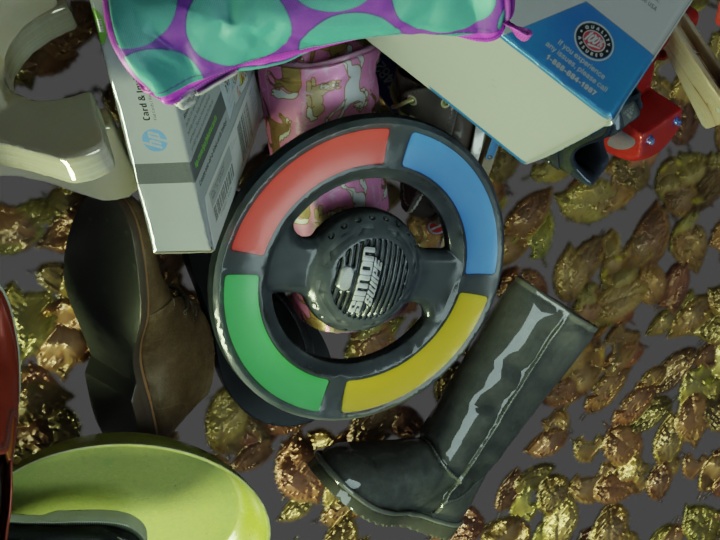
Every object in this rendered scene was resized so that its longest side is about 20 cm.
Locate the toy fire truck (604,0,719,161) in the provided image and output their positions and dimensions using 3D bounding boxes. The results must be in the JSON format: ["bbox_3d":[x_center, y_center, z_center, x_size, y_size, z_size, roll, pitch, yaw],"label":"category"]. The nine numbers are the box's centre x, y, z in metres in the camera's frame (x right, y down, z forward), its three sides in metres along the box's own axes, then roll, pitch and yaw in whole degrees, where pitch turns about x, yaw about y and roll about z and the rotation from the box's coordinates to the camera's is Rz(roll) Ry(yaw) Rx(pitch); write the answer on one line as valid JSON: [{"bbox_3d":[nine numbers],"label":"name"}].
[{"bbox_3d":[0.215,-0.142,1.219,0.049,0.141,0.201,-32,143,-29],"label":"toy fire truck"}]

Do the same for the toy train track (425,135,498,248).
[{"bbox_3d":[0.075,-0.086,1.207,0.032,0.115,0.201,14,131,-3],"label":"toy train track"}]

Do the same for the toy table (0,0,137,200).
[{"bbox_3d":[-0.203,-0.094,0.998,0.116,0.185,0.200,-20,145,-2],"label":"toy table"}]

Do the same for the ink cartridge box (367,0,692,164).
[{"bbox_3d":[0.114,-0.191,1.031,0.147,0.145,0.201,37,77,-7],"label":"ink cartridge box"}]

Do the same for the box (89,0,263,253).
[{"bbox_3d":[-0.104,-0.135,1.042,0.041,0.156,0.201,-1,126,11],"label":"box"}]

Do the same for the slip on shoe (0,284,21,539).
[{"bbox_3d":[-0.237,0.097,1.109,0.074,0.061,0.202,5,84,-30],"label":"slip on shoe"}]

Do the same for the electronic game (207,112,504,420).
[{"bbox_3d":[0.000,0.000,1.129,0.199,0.042,0.201,-11,116,-22],"label":"electronic game"}]

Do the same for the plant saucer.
[{"bbox_3d":[-0.159,0.167,1.212,0.198,0.031,0.201,-4,137,-4],"label":"plant saucer"}]

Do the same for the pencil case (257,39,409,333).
[{"bbox_3d":[-0.016,-0.059,1.170,0.086,0.083,0.201,-17,117,-21],"label":"pencil case"}]

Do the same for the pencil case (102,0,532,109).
[{"bbox_3d":[-0.022,-0.139,0.896,0.198,0.085,0.093,-11,92,5],"label":"pencil case"}]

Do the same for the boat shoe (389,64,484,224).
[{"bbox_3d":[0.050,-0.124,1.152,0.059,0.072,0.201,3,118,-23],"label":"boat shoe"}]

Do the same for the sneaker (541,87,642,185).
[{"bbox_3d":[0.155,-0.136,1.203,0.074,0.081,0.200,-40,161,-28],"label":"sneaker"}]

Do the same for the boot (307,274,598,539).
[{"bbox_3d":[0.071,0.094,1.334,0.200,0.073,0.181,-53,145,13],"label":"boot"}]

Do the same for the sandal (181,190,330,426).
[{"bbox_3d":[-0.069,0.037,1.229,0.076,0.043,0.201,-34,129,-11],"label":"sandal"}]

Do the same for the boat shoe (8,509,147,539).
[{"bbox_3d":[-0.235,0.200,1.164,0.198,0.066,0.075,-1,134,-8],"label":"boat shoe"}]

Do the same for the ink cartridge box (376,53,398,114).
[{"bbox_3d":[0.060,-0.216,1.167,0.200,0.041,0.200,-44,131,-3],"label":"ink cartridge box"}]

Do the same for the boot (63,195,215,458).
[{"bbox_3d":[-0.138,0.024,1.172,0.075,0.073,0.201,-31,137,-32],"label":"boot"}]
